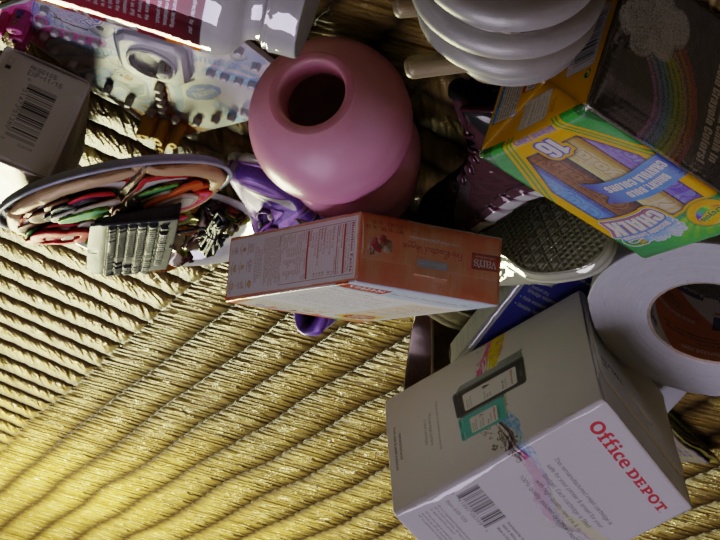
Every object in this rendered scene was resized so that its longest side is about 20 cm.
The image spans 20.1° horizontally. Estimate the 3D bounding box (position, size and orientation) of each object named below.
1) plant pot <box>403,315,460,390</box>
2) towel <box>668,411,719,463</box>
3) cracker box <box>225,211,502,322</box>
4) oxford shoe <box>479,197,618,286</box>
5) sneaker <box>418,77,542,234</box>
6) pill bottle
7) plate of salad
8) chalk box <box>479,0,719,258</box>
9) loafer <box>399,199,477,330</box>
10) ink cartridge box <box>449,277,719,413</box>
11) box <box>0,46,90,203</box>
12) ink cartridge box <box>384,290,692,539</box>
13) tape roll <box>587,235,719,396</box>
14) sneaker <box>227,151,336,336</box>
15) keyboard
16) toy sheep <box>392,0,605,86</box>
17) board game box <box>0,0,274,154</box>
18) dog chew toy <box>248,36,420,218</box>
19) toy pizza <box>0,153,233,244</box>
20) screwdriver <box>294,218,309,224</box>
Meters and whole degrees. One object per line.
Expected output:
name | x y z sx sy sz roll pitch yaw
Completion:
plant pot | 0.148 0.124 1.858 0.199 0.188 0.187 5 157 -6
towel | 0.243 0.160 2.030 0.199 0.023 0.143 -5 148 42
cracker box | 0.000 0.000 1.597 0.133 0.058 0.200 10 170 -32
oxford shoe | 0.140 -0.017 1.611 0.058 0.076 0.200 34 161 -29
sneaker | 0.090 -0.098 1.537 0.115 0.076 0.199 38 141 -25
pill bottle | -0.126 -0.212 1.375 0.199 0.114 0.113 17 157 3
plate of salad | -0.180 -0.031 1.847 0.199 0.048 0.200 2 159 1
chalk box | 0.204 -0.096 1.375 0.199 0.125 0.124 31 153 -24
loafer | 0.065 -0.008 1.728 0.199 0.076 0.068 27 161 -17
ink cartridge box | 0.209 0.043 1.717 0.197 0.047 0.200 26 119 -20
box | -0.280 -0.105 1.707 0.077 0.095 0.200 23 167 -4
ink cartridge box | 0.144 0.150 1.675 0.199 0.146 0.147 -30 122 18
tape roll | 0.280 0.017 1.590 0.199 0.066 0.201 11 144 8
sneaker | -0.061 -0.020 1.753 0.080 0.084 0.200 9 142 41
keyboard | -0.168 -0.025 1.719 0.126 0.021 0.200 -11 171 -10
toy sheep | 0.089 -0.185 1.261 0.137 0.139 0.200 15 151 7
board game box | -0.167 -0.164 1.619 0.199 0.026 0.200 -8 145 47
dog chew toy | -0.009 -0.094 1.550 0.124 0.125 0.200 9 163 20
toy pizza | -0.201 -0.052 1.671 0.199 0.032 0.200 -12 170 -2
screwdriver | 0.014 -0.016 1.774 0.199 0.029 0.028 27 130 -37
